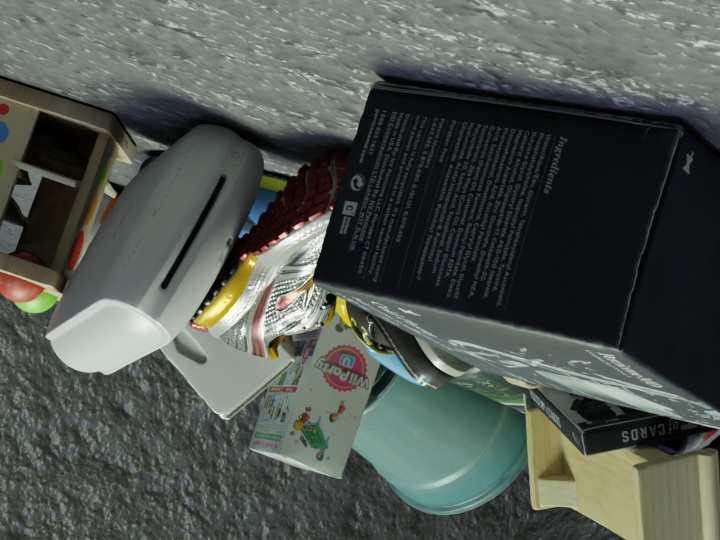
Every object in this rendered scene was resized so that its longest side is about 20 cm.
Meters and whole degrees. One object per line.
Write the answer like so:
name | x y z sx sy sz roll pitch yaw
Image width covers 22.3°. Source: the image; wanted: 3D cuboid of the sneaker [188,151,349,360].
sneaker | -0.038 -0.009 1.269 0.082 0.078 0.200 33 135 -15

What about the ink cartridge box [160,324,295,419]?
ink cartridge box | -0.133 0.030 1.592 0.146 0.087 0.200 49 -175 -10

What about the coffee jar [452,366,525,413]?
coffee jar | 0.149 0.082 1.676 0.104 0.086 0.199 0 161 46

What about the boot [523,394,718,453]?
boot | 0.242 0.102 1.508 0.143 0.073 0.199 -19 -167 -38

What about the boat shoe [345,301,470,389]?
boat shoe | 0.021 0.024 1.292 0.072 0.061 0.202 36 -163 -34

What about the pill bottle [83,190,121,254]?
pill bottle | -0.173 0.003 1.783 0.198 0.115 0.114 18 173 4

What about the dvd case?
dvd case | 0.210 0.088 1.374 0.149 0.025 0.200 -11 -168 -7

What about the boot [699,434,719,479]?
boot | 0.311 0.132 1.393 0.074 0.154 0.200 59 171 16

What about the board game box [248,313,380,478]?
board game box | -0.028 0.074 1.606 0.064 0.202 0.147 21 173 -12

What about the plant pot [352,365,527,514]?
plant pot | 0.044 0.108 1.763 0.199 0.202 0.196 11 164 43

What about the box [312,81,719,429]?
box | 0.116 -0.005 1.010 0.195 0.125 0.200 10 169 37

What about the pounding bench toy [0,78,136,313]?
pounding bench toy | -0.265 -0.048 1.471 0.123 0.157 0.200 18 173 4

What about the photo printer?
photo printer | -0.148 -0.015 1.331 0.069 0.167 0.200 33 158 -15

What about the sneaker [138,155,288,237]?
sneaker | -0.114 -0.042 1.463 0.199 0.079 0.066 14 174 39

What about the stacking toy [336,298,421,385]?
stacking toy | 0.000 0.000 1.464 0.199 0.117 0.110 27 177 39

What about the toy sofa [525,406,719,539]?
toy sofa | 0.204 0.152 1.348 0.097 0.084 0.200 -9 -169 -17

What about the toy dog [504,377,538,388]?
toy dog | 0.127 0.011 1.318 0.131 0.097 0.200 18 158 27
